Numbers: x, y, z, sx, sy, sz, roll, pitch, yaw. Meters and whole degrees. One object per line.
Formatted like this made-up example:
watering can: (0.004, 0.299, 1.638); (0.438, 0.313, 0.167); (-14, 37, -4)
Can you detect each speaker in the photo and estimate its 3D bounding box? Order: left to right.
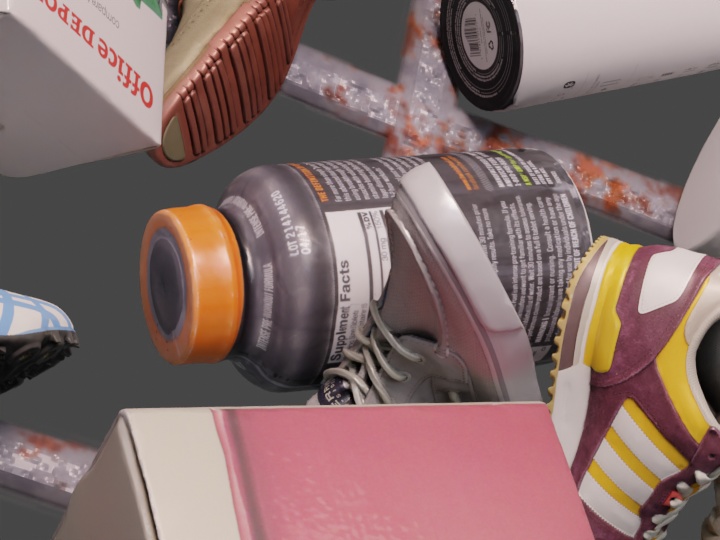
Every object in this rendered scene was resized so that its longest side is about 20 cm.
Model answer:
speaker: (0.146, -0.136, 1.304); (0.199, 0.081, 0.081); (-12, 71, -27)

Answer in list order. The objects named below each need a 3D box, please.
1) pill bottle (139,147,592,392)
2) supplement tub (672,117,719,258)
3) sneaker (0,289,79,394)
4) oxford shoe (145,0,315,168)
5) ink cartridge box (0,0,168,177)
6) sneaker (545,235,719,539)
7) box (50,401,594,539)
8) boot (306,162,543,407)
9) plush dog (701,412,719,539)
pill bottle: (0.000, 0.000, 1.161); (0.199, 0.106, 0.107); (-4, 68, -25)
supplement tub: (0.276, -0.017, 1.275); (0.199, 0.132, 0.132); (30, 58, -8)
sneaker: (-0.194, 0.016, 1.053); (0.200, 0.072, 0.073); (10, 52, -55)
oxford shoe: (-0.065, -0.132, 1.232); (0.074, 0.071, 0.200); (23, 56, 18)
ink cartridge box: (-0.152, -0.163, 1.140); (0.084, 0.146, 0.201); (-9, 65, 22)
sneaker: (0.129, 0.087, 1.101); (0.090, 0.201, 0.075); (13, 25, 22)
box: (-0.016, 0.132, 1.038); (0.199, 0.128, 0.109); (0, 54, -27)
boot: (0.021, 0.042, 1.077); (0.095, 0.200, 0.074); (-27, 49, -4)
plush dog: (0.237, 0.143, 1.192); (0.200, 0.161, 0.172); (48, 37, 16)
